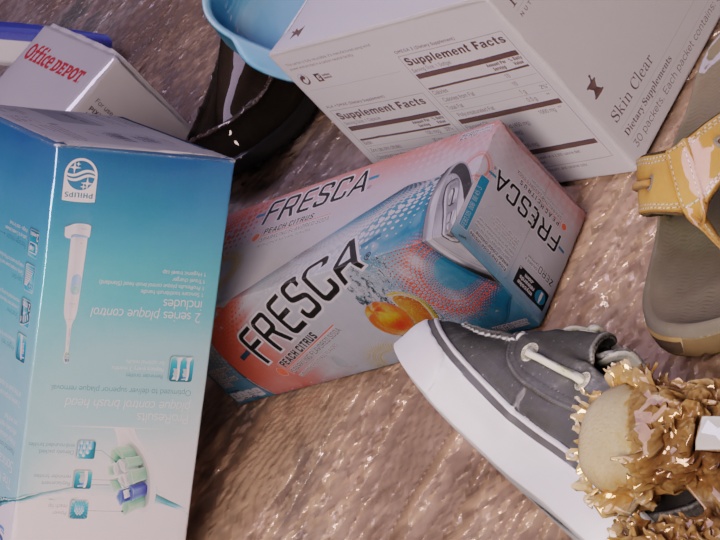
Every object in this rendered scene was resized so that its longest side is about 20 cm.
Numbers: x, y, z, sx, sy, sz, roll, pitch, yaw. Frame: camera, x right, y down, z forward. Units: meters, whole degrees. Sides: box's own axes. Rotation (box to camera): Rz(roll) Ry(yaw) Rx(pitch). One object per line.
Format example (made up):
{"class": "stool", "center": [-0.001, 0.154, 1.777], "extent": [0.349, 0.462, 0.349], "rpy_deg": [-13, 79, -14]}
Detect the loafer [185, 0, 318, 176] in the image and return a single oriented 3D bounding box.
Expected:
{"class": "loafer", "center": [-0.056, -0.131, 1.331], "extent": [0.073, 0.071, 0.200], "rpy_deg": [-22, 35, 40]}

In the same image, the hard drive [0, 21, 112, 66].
{"class": "hard drive", "center": [-0.278, -0.151, 1.572], "extent": [0.132, 0.199, 0.025], "rpy_deg": [17, 103, 61]}

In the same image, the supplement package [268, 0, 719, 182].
{"class": "supplement package", "center": [0.083, -0.146, 1.104], "extent": [0.156, 0.111, 0.200], "rpy_deg": [-8, 45, 52]}

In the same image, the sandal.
{"class": "sandal", "center": [0.138, -0.042, 0.935], "extent": [0.080, 0.054, 0.200], "rpy_deg": [-27, 32, 34]}

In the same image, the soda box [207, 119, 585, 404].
{"class": "soda box", "center": [0.000, 0.000, 1.070], "extent": [0.200, 0.064, 0.069], "rpy_deg": [-18, 37, 45]}

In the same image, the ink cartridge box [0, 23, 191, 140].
{"class": "ink cartridge box", "center": [-0.196, -0.034, 1.384], "extent": [0.200, 0.084, 0.145], "rpy_deg": [-50, 26, -6]}

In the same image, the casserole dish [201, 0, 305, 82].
{"class": "casserole dish", "center": [-0.001, -0.169, 1.284], "extent": [0.121, 0.039, 0.200], "rpy_deg": [22, 63, 15]}

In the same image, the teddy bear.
{"class": "teddy bear", "center": [0.152, 0.061, 0.734], "extent": [0.200, 0.067, 0.145], "rpy_deg": [-32, 48, 18]}

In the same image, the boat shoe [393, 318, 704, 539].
{"class": "boat shoe", "center": [0.080, 0.056, 0.872], "extent": [0.064, 0.071, 0.200], "rpy_deg": [-47, 34, -2]}

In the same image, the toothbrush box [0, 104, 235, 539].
{"class": "toothbrush box", "center": [-0.131, 0.035, 1.080], "extent": [0.146, 0.085, 0.201], "rpy_deg": [21, 105, 63]}
